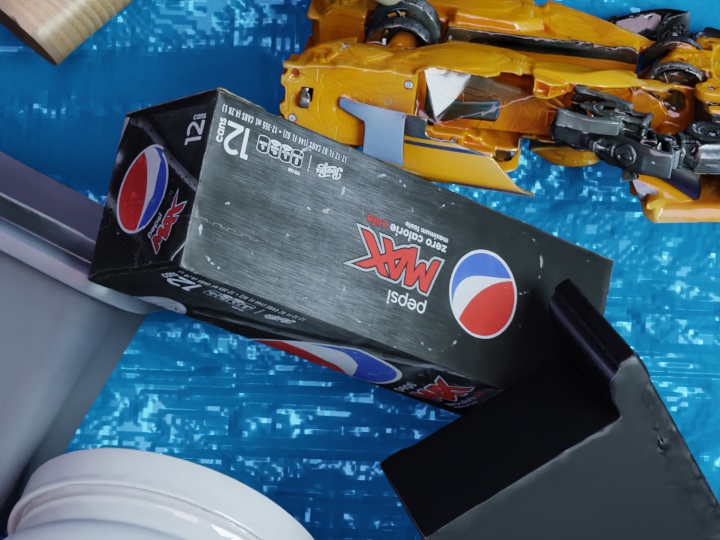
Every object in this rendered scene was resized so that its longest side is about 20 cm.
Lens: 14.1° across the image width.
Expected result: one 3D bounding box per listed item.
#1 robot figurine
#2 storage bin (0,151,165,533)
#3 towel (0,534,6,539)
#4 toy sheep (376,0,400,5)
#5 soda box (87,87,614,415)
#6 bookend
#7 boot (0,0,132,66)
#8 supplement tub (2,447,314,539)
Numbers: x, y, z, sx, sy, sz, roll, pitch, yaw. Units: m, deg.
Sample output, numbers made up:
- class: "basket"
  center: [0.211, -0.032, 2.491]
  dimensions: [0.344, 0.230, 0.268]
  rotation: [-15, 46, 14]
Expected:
- class: "robot figurine"
  center: [0.072, -0.067, 1.135]
  dimensions: [0.199, 0.145, 0.058]
  rotation: [10, 116, 4]
- class: "storage bin"
  center: [-0.182, 0.014, 1.133]
  dimensions: [0.199, 0.146, 0.135]
  rotation: [26, 95, 6]
- class: "towel"
  center: [-0.247, 0.134, 1.172]
  dimensions: [0.199, 0.024, 0.145]
  rotation: [26, 84, 6]
- class: "toy sheep"
  center: [-0.021, -0.185, 1.115]
  dimensions: [0.137, 0.138, 0.200]
  rotation: [-13, 44, 1]
- class: "soda box"
  center: [0.000, 0.000, 1.097]
  dimensions: [0.200, 0.063, 0.071]
  rotation: [22, 73, -34]
- class: "bookend"
  center: [0.051, 0.147, 1.081]
  dimensions: [0.200, 0.092, 0.199]
  rotation: [-32, 111, -1]
- class: "boot"
  center: [-0.143, -0.195, 1.190]
  dimensions: [0.201, 0.071, 0.144]
  rotation: [41, 81, 2]
- class: "supplement tub"
  center: [-0.095, 0.181, 1.054]
  dimensions: [0.140, 0.141, 0.201]
  rotation: [16, 56, 5]
